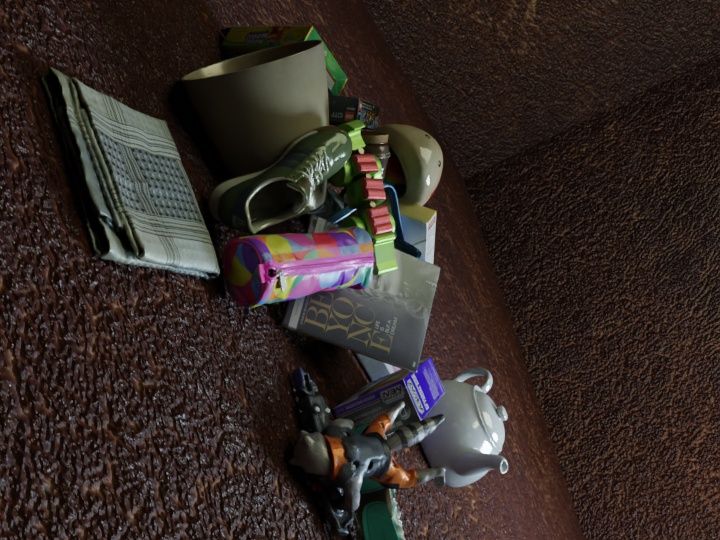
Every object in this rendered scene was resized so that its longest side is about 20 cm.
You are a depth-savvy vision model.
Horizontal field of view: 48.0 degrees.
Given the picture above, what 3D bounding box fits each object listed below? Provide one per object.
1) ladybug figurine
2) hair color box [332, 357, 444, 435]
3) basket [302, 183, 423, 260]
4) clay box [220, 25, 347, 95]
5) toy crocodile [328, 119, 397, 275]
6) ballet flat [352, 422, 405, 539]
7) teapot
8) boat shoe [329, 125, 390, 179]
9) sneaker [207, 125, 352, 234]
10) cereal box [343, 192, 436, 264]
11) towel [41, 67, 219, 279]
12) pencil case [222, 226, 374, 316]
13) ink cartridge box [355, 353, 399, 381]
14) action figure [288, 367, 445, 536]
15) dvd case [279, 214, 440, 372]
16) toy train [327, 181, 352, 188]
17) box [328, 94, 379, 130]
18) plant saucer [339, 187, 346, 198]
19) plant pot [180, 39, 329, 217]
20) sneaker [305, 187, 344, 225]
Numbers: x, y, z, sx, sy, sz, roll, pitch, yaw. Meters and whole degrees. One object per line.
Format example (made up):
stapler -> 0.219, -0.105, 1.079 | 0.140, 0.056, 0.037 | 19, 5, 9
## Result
ladybug figurine -> 0.066, -0.159, 1.232 | 0.137, 0.071, 0.200 | 66, -20, -6
hair color box -> 0.045, 0.181, 1.135 | 0.066, 0.108, 0.200 | 66, 14, 3
basket -> 0.000, 0.000, 1.139 | 0.138, 0.175, 0.202 | 28, -38, 44
clay box -> -0.129, -0.323, 1.257 | 0.115, 0.198, 0.048 | 49, 61, -47
toy crocodile -> 0.008, -0.093, 1.046 | 0.067, 0.061, 0.203 | -8, 81, -37
ballet flat -> 0.012, 0.286, 0.977 | 0.072, 0.071, 0.202 | 50, 23, -44
teapot -> 0.188, 0.271, 1.426 | 0.202, 0.145, 0.197 | 69, 15, 17
boat shoe -> -0.024, -0.174, 1.192 | 0.200, 0.069, 0.071 | 29, -55, 59
sneaker -> -0.077, -0.101, 0.957 | 0.090, 0.199, 0.068 | 34, -32, 49
cereal box -> 0.043, -0.025, 1.254 | 0.040, 0.142, 0.202 | -50, 150, -40
towel -> -0.215, -0.089, 0.795 | 0.195, 0.034, 0.200 | 69, 16, 12
pencil case -> -0.068, -0.006, 0.949 | 0.198, 0.088, 0.089 | -11, 75, -47
ink cartridge box -> 0.055, 0.152, 1.351 | 0.201, 0.043, 0.197 | 59, 16, -20
action figure -> -0.004, 0.186, 0.934 | 0.192, 0.105, 0.202 | -1, 60, -44
dvd case -> 0.004, 0.032, 1.060 | 0.198, 0.016, 0.151 | 21, 73, -19
toy train -> -0.045, -0.165, 1.291 | 0.199, 0.042, 0.057 | 30, -36, 39
box -> -0.082, -0.241, 1.200 | 0.136, 0.197, 0.038 | -23, 121, -76
plant saucer -> 0.018, -0.045, 1.351 | 0.200, 0.034, 0.201 | 41, -27, 26
plant pot -> -0.114, -0.175, 1.053 | 0.188, 0.184, 0.203 | -76, 153, -67
sneaker -> -0.079, -0.109, 1.252 | 0.201, 0.070, 0.094 | 58, 24, -22
